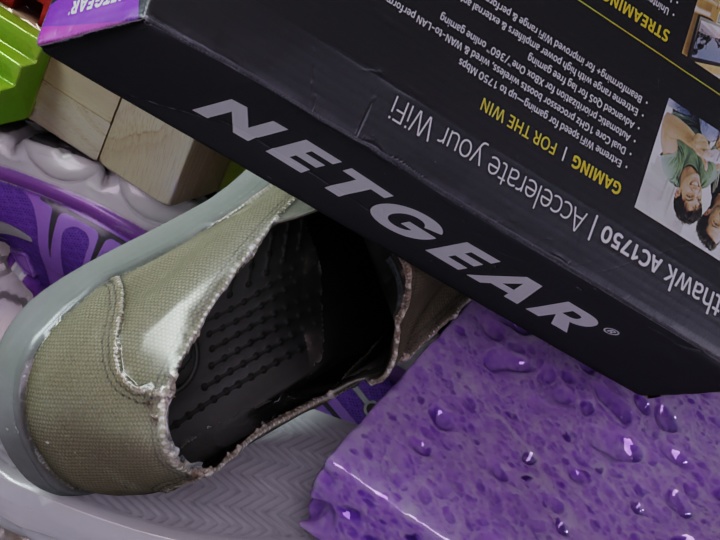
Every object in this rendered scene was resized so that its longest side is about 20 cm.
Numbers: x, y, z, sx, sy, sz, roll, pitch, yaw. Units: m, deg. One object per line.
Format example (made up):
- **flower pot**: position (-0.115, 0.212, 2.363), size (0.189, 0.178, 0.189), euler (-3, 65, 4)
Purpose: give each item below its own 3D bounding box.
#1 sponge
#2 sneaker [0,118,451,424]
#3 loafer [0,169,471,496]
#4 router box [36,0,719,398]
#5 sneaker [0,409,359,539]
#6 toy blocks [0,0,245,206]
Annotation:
- **sponge**: position (0.078, 0.038, 0.762), size (0.111, 0.030, 0.200), euler (33, 41, 10)
- **sneaker**: position (-0.058, 0.015, 0.798), size (0.199, 0.081, 0.084), euler (28, 94, 0)
- **loafer**: position (0.000, 0.000, 0.715), size (0.200, 0.070, 0.075), euler (-38, 121, -26)
- **router box**: position (0.035, -0.077, 0.672), size (0.200, 0.051, 0.150), euler (30, 69, -30)
- **sneaker**: position (-0.027, 0.096, 0.768), size (0.199, 0.074, 0.116), euler (14, 128, -8)
- **toy blocks**: position (-0.075, -0.117, 0.762), size (0.200, 0.100, 0.137), euler (33, 115, 20)
